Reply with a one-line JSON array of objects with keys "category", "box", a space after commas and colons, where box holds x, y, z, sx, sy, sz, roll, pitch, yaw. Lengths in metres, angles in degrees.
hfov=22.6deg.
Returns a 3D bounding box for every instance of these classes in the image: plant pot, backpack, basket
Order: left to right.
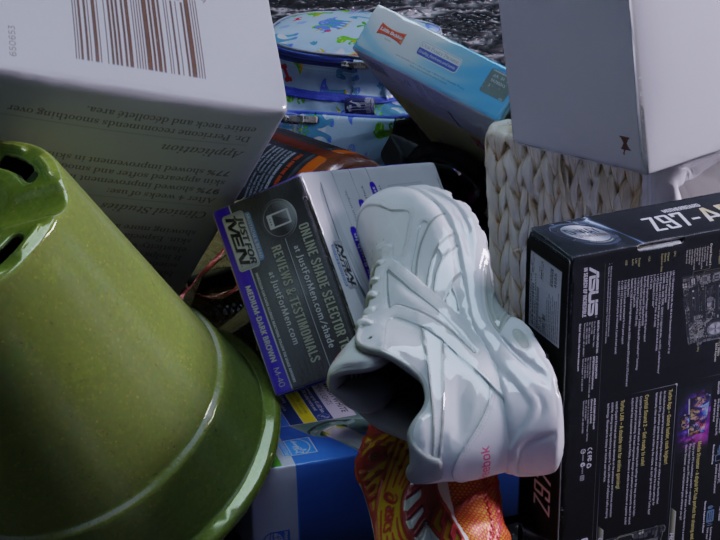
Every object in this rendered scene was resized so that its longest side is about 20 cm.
[{"category": "plant pot", "box": [-0.167, 0.042, 0.923, 0.200, 0.190, 0.200, -14, 43, 14]}, {"category": "backpack", "box": [-0.022, -0.136, 1.492, 0.199, 0.147, 0.183, 2, 20, 16]}, {"category": "basket", "box": [0.197, -0.008, 1.116, 0.198, 0.201, 0.161, -21, 25, -37]}]

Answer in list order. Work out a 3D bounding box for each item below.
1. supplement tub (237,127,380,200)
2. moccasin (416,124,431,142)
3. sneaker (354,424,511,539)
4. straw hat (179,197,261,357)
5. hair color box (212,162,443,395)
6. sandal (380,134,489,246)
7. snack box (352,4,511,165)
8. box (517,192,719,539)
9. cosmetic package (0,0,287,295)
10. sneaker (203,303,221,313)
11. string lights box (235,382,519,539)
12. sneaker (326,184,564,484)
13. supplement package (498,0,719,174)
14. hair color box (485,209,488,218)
[{"category": "supplement tub", "box": [-0.045, -0.045, 1.323, 0.107, 0.107, 0.200, -20, 29, -38]}, {"category": "moccasin", "box": [0.137, -0.102, 1.343, 0.201, 0.074, 0.078, 14, 32, 40]}, {"category": "sneaker", "box": [0.043, 0.128, 0.915, 0.073, 0.077, 0.200, -24, 37, 21]}, {"category": "straw hat", "box": [-0.101, 0.040, 1.139, 0.201, 0.085, 0.201, -17, 30, 10]}, {"category": "hair color box", "box": [0.000, 0.000, 1.048, 0.065, 0.110, 0.200, -21, -4, 22]}, {"category": "sandal", "box": [0.060, -0.067, 1.255, 0.075, 0.048, 0.200, 26, 13, -22]}, {"category": "snack box", "box": [0.080, -0.104, 1.214, 0.116, 0.037, 0.200, 30, -4, 24]}, {"category": "box", "box": [0.162, 0.064, 0.929, 0.160, 0.200, 0.044, -11, 26, -22]}, {"category": "cosmetic package", "box": [-0.161, -0.102, 1.011, 0.167, 0.200, 0.167, 6, 53, -26]}, {"category": "sneaker", "box": [-0.190, 0.003, 1.252, 0.200, 0.075, 0.106, -13, 29, -23]}, {"category": "string lights box", "box": [0.022, 0.102, 1.028, 0.199, 0.059, 0.103, -8, 22, -16]}, {"category": "sneaker", "box": [0.024, 0.028, 0.906, 0.099, 0.078, 0.200, -12, 41, -15]}, {"category": "supplement package", "box": [0.191, -0.141, 1.015, 0.200, 0.118, 0.117, -19, 23, -30]}, {"category": "hair color box", "box": [0.131, -0.029, 1.337, 0.099, 0.061, 0.200, 4, 23, 13]}]
